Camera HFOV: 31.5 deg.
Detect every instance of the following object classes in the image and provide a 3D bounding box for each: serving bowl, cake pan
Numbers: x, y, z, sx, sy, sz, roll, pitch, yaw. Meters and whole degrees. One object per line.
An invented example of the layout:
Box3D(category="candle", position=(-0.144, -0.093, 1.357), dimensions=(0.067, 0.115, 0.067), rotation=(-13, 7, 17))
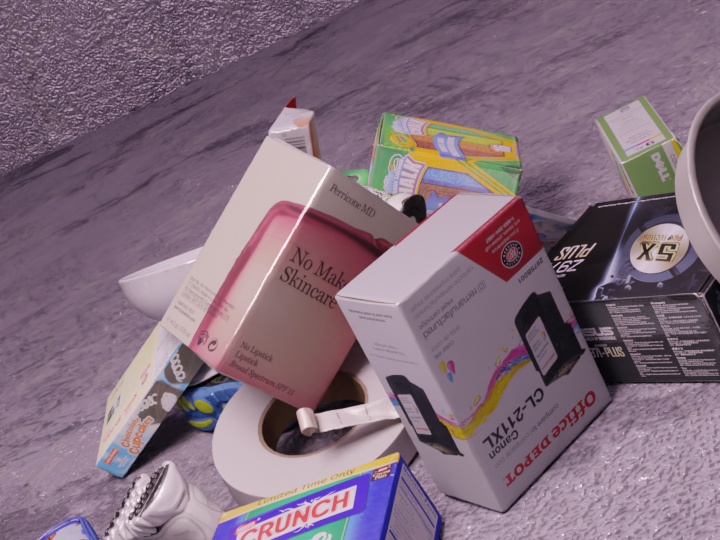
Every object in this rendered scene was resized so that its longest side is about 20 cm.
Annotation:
Box3D(category="serving bowl", position=(-0.136, 0.007, 1.268), dimensions=(0.199, 0.066, 0.200), rotation=(-19, 7, 2))
Box3D(category="cake pan", position=(0.322, -0.047, 0.978), dimensions=(0.200, 0.200, 0.037), rotation=(-44, 0, -36))

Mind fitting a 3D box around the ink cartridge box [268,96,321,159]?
Box3D(category="ink cartridge box", position=(-0.055, -0.100, 1.419), dimensions=(0.050, 0.163, 0.200), rotation=(-6, 17, 9))

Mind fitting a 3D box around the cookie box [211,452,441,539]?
Box3D(category="cookie box", position=(-0.040, 0.240, 0.930), dimensions=(0.171, 0.075, 0.200), rotation=(-23, 20, 20))

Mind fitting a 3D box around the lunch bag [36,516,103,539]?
Box3D(category="lunch bag", position=(-0.308, 0.309, 1.137), dimensions=(0.200, 0.076, 0.160), rotation=(-34, 18, -14))

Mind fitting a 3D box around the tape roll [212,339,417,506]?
Box3D(category="tape roll", position=(-0.038, 0.140, 1.154), dimensions=(0.202, 0.037, 0.203), rotation=(-17, 34, 12))

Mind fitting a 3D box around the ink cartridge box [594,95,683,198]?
Box3D(category="ink cartridge box", position=(0.286, -0.086, 1.223), dimensions=(0.059, 0.104, 0.200), rotation=(-26, 21, 10))

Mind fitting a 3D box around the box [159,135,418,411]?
Box3D(category="box", position=(-0.062, 0.004, 1.138), dimensions=(0.109, 0.128, 0.201), rotation=(30, 90, 49))

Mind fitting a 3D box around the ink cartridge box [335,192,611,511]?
Box3D(category="ink cartridge box", position=(0.093, 0.062, 0.994), dimensions=(0.146, 0.201, 0.083), rotation=(-40, 25, -27))

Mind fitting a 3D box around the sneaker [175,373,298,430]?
Box3D(category="sneaker", position=(-0.120, 0.122, 1.326), dimensions=(0.199, 0.071, 0.083), rotation=(-7, 35, 52))

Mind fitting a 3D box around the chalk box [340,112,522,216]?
Box3D(category="chalk box", position=(0.063, -0.090, 1.374), dimensions=(0.199, 0.124, 0.125), rotation=(10, 24, -2))

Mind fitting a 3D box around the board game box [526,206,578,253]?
Box3D(category="board game box", position=(0.120, -0.014, 1.220), dimensions=(0.199, 0.026, 0.200), rotation=(-15, -15, 37))

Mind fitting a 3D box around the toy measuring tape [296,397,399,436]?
Box3D(category="toy measuring tape", position=(0.046, 0.097, 1.074), dimensions=(0.199, 0.074, 0.074), rotation=(-7, 15, -15))

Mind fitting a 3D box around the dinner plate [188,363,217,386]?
Box3D(category="dinner plate", position=(-0.127, 0.052, 1.388), dimensions=(0.200, 0.024, 0.200), rotation=(-35, 16, 12))

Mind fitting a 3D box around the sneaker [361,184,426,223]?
Box3D(category="sneaker", position=(0.000, 0.000, 1.320), dimensions=(0.088, 0.201, 0.077), rotation=(30, 17, 32))

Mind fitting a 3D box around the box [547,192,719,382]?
Box3D(category="box", position=(0.249, 0.011, 1.067), dimensions=(0.199, 0.086, 0.164), rotation=(-6, 31, 48))

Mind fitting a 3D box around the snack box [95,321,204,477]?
Box3D(category="snack box", position=(-0.219, 0.114, 1.373), dimensions=(0.200, 0.037, 0.116), rotation=(-53, 21, 26))

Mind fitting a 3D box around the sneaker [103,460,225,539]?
Box3D(category="sneaker", position=(-0.178, 0.229, 1.161), dimensions=(0.075, 0.081, 0.200), rotation=(-64, 13, -22))
